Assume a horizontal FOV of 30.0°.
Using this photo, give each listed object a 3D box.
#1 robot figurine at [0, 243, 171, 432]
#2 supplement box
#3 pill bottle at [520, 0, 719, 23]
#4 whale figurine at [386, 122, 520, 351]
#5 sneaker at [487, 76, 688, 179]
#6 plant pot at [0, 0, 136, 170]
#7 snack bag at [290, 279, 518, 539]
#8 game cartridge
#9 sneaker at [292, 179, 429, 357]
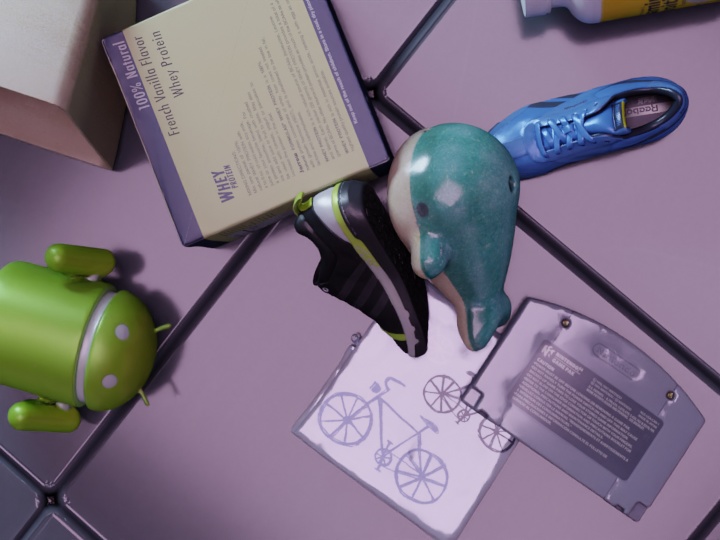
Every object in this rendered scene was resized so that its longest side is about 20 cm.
[{"bbox_3d":[-0.279,0.061,1.250,0.197,0.116,0.178,15,94,5],"label":"robot figurine"},{"bbox_3d":[-0.095,-0.148,1.224,0.198,0.134,0.202,-23,88,4],"label":"supplement box"},{"bbox_3d":[0.239,-0.284,1.204,0.197,0.112,0.114,-9,89,6],"label":"pill bottle"},{"bbox_3d":[0.102,-0.033,1.195,0.103,0.159,0.202,-11,105,33],"label":"whale figurine"},{"bbox_3d":[0.200,-0.133,1.225,0.198,0.078,0.067,-16,90,7],"label":"sneaker"},{"bbox_3d":[-0.306,-0.228,1.224,0.197,0.200,0.179,18,81,5],"label":"plant pot"},{"bbox_3d":[0.062,0.125,1.265,0.188,0.021,0.201,35,90,4],"label":"snack bag"},{"bbox_3d":[0.208,0.120,1.233,0.199,0.042,0.134,35,86,-1],"label":"game cartridge"},{"bbox_3d":[0.000,0.000,1.200,0.082,0.072,0.201,-15,125,18],"label":"sneaker"}]
